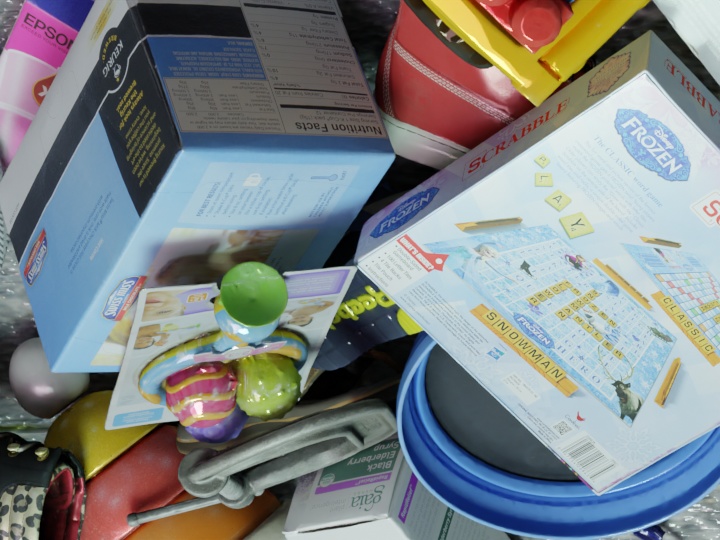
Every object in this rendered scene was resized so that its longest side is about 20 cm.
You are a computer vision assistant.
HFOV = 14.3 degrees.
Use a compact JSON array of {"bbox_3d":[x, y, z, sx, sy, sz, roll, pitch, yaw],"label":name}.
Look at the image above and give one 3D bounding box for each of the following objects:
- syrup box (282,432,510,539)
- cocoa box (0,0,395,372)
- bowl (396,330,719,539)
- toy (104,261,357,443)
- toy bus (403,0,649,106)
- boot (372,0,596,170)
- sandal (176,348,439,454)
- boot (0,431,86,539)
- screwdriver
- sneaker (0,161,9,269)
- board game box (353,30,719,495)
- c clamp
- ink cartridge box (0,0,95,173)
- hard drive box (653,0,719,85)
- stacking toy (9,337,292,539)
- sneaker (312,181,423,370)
[{"bbox_3d":[0.044,0.187,1.739,0.079,0.082,0.200,-14,127,33],"label":"syrup box"},{"bbox_3d":[-0.093,-0.051,1.544,0.133,0.131,0.200,0,143,-31],"label":"cocoa box"},{"bbox_3d":[0.120,0.070,1.610,0.200,0.039,0.201,0,132,1],"label":"bowl"},{"bbox_3d":[-0.070,0.058,1.546,0.115,0.047,0.200,-7,155,-14],"label":"toy"},{"bbox_3d":[0.053,-0.174,1.342,0.200,0.192,0.136,43,104,-12],"label":"toy bus"},{"bbox_3d":[0.107,-0.104,1.487,0.200,0.072,0.145,19,129,9],"label":"boot"},{"bbox_3d":[-0.025,0.070,1.702,0.200,0.082,0.055,-13,83,34],"label":"sandal"},{"bbox_3d":[-0.237,0.094,1.748,0.153,0.073,0.204,5,87,27],"label":"boot"},{"bbox_3d":[0.191,0.170,1.713,0.200,0.029,0.028,37,133,-13],"label":"screwdriver"},{"bbox_3d":[-0.273,-0.071,1.661,0.114,0.075,0.201,-7,100,46],"label":"sneaker"},{"bbox_3d":[0.136,0.001,1.481,0.199,0.041,0.200,-32,116,30],"label":"board game box"},{"bbox_3d":[-0.056,0.113,1.625,0.170,0.027,0.200,-18,169,-4],"label":"c clamp"},{"bbox_3d":[-0.160,-0.103,1.635,0.095,0.037,0.200,31,132,-1],"label":"ink cartridge box"},{"bbox_3d":[0.174,-0.200,1.280,0.077,0.200,0.156,-25,115,37],"label":"hard drive box"},{"bbox_3d":[-0.149,0.124,1.777,0.200,0.146,0.146,52,132,-1],"label":"stacking toy"},{"bbox_3d":[0.000,0.000,1.623,0.074,0.082,0.200,48,146,-21],"label":"sneaker"}]
